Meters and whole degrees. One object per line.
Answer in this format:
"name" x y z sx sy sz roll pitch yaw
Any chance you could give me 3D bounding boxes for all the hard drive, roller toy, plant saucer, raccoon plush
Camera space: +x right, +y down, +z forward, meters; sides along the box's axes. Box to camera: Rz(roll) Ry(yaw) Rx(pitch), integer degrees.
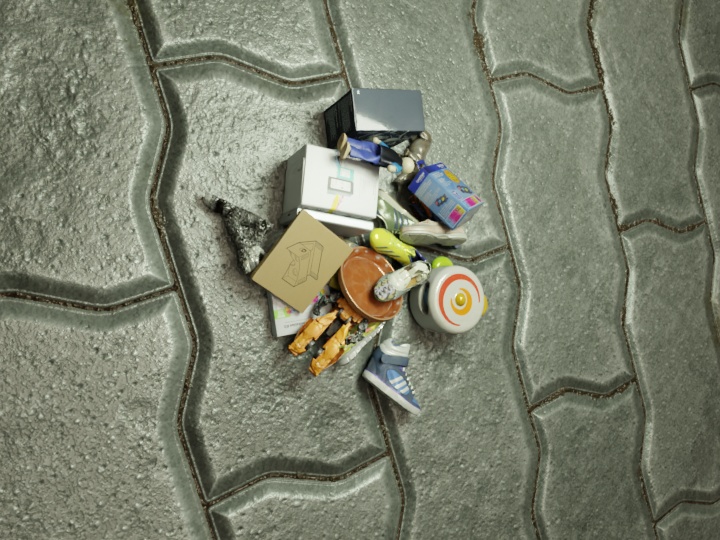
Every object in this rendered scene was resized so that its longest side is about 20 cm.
"hard drive" -0.085 -0.117 1.388 0.197 0.131 0.027 9 82 -25
"roller toy" 0.240 0.082 1.533 0.182 0.139 0.201 -44 106 -21
"plant saucer" 0.023 0.036 1.410 0.198 0.032 0.203 23 50 -31
"raccoon plush" -0.298 -0.077 1.325 0.198 0.097 0.136 24 84 8

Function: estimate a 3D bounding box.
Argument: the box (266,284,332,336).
"box" -0.154 0.051 1.397 0.154 0.041 0.204 -8 91 -26

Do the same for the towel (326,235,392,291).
"towel" 0.000 0.000 1.461 0.198 0.023 0.146 22 61 -27

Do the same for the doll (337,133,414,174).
"doll" 0.044 -0.276 1.346 0.197 0.049 0.138 12 38 -25

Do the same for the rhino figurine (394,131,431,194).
"rhino figurine" 0.143 -0.304 1.552 0.087 0.059 0.203 23 80 -35

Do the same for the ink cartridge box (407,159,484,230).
"ink cartridge box" 0.217 -0.211 1.500 0.200 0.077 0.136 44 32 12

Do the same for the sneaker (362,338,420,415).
"sneaker" 0.113 0.272 1.492 0.199 0.080 0.147 39 76 -13

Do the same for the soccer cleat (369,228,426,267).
"soccer cleat" 0.101 -0.058 1.476 0.199 0.083 0.066 31 74 -43

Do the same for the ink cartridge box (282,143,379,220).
"ink cartridge box" -0.074 -0.205 1.391 0.197 0.146 0.149 8 83 -25

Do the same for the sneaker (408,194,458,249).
"sneaker" 0.220 -0.144 1.576 0.078 0.075 0.201 -43 107 -25

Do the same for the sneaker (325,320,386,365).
"sneaker" -0.008 0.145 1.444 0.091 0.078 0.200 48 67 -8

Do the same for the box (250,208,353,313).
"box" -0.137 -0.019 1.321 0.163 0.021 0.201 37 95 -29

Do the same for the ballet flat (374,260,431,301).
"ballet flat" 0.113 0.017 1.421 0.199 0.071 0.073 -23 97 -43

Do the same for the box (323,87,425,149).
"box" 0.032 -0.382 1.435 0.197 0.182 0.106 -7 90 -25

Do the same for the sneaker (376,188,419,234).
"sneaker" 0.090 -0.127 1.519 0.199 0.067 0.090 39 84 -23

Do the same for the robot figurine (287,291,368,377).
"robot figurine" -0.075 0.149 1.366 0.145 0.058 0.200 44 70 2

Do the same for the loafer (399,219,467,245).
"loafer" 0.190 -0.106 1.496 0.197 0.072 0.064 3 67 -23
